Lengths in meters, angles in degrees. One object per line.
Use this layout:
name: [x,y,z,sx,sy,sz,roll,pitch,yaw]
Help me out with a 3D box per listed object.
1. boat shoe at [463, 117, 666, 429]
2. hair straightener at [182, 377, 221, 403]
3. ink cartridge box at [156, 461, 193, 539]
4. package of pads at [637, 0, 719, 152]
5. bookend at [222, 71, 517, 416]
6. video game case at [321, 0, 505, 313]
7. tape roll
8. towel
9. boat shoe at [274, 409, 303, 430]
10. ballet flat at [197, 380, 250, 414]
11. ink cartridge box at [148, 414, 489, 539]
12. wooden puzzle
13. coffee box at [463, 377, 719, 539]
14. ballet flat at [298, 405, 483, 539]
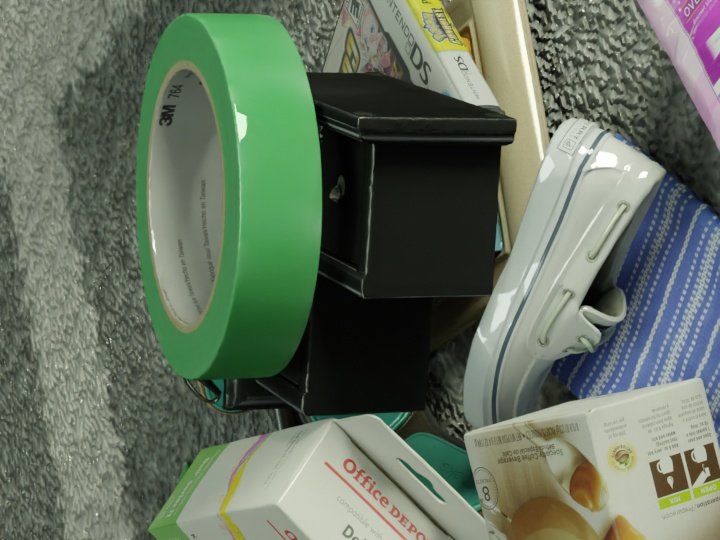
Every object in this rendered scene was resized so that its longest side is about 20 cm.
boat shoe: [0.109,0.017,1.466,0.067,0.074,0.201,26,129,15]
hair straightener: [-0.077,-0.015,1.718,0.077,0.041,0.201,-141,63,-72]
ink cartridge box: [-0.103,0.250,1.763,0.146,0.087,0.201,-99,28,-59]
package of pads: [0.213,-0.120,1.339,0.121,0.075,0.201,-52,48,38]
bookend: [0.000,0.000,1.502,0.199,0.092,0.201,-151,62,-66]
video game case: [0.016,-0.070,1.615,0.181,0.025,0.201,-116,34,-43]
tape roll: [-0.075,-0.040,1.501,0.200,0.048,0.202,179,90,-69]
towel: [0.165,0.036,1.455,0.200,0.024,0.145,47,126,47]
boat shoe: [-0.029,0.100,1.710,0.074,0.065,0.203,-13,77,56]
ballet flat: [-0.062,-0.005,1.785,0.063,0.068,0.201,-101,25,-72]
ink cartridge box: [-0.022,0.152,1.563,0.067,0.117,0.200,-54,18,-28]
wooden puzzle: [0.045,-0.057,1.617,0.200,0.037,0.186,-33,62,57]
coffee box: [0.138,0.166,1.404,0.114,0.079,0.201,-17,88,57]
ballet flat: [0.027,0.115,1.627,0.200,0.073,0.073,38,120,45]
